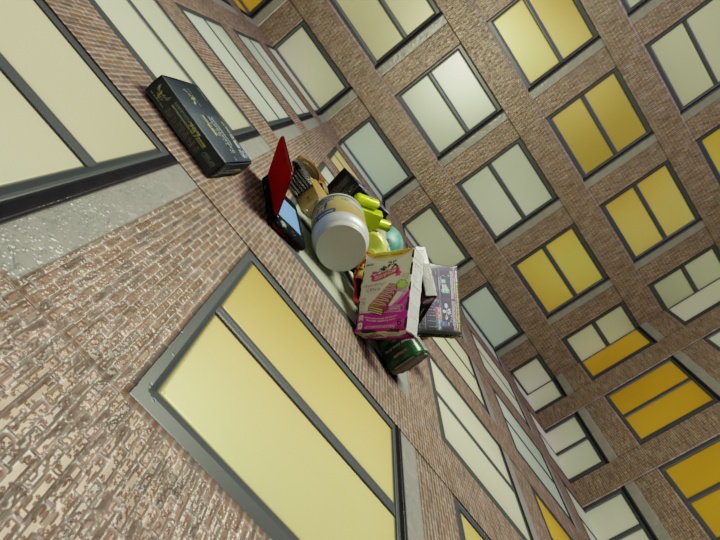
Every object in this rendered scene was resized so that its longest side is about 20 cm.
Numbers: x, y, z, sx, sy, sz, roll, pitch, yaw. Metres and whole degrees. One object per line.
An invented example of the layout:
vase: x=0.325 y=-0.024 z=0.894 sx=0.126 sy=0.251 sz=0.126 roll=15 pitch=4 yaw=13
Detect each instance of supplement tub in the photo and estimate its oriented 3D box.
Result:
supplement tub: x=-0.053 y=-0.098 z=1.310 sx=0.145 sy=0.144 sz=0.201 roll=49 pitch=13 yaw=-24

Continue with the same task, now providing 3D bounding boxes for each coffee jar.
coffee jar: x=0.075 y=0.143 z=1.261 sx=0.085 sy=0.104 sz=0.201 roll=28 pitch=29 yaw=-60

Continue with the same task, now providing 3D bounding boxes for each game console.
game console: x=-0.157 y=-0.176 z=1.188 sx=0.172 sy=0.118 sz=0.201 roll=45 pitch=16 yaw=-37

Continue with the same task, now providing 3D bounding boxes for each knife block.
knife block: x=-0.139 y=-0.219 z=1.488 sx=0.200 sy=0.064 sz=0.176 roll=41 pitch=20 yaw=-48

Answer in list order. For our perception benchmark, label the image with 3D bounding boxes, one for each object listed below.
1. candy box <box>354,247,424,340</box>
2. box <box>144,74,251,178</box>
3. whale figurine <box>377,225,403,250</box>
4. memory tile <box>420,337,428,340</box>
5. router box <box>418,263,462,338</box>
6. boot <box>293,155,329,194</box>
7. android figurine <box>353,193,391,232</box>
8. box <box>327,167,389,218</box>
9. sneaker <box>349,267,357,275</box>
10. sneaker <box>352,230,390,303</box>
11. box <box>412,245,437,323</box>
candy box: x=0.068 y=0.055 z=1.199 sx=0.061 sy=0.135 sz=0.202 roll=40 pitch=51 yaw=-49
box: x=-0.314 y=-0.282 z=1.030 sx=0.201 sy=0.051 sz=0.158 roll=54 pitch=14 yaw=-6
whale figurine: x=0.076 y=-0.039 z=1.570 sx=0.159 sy=0.103 sz=0.203 roll=167 pitch=-75 yaw=-82
memory tile: x=0.137 y=0.152 z=1.421 sx=0.154 sy=0.017 sz=0.201 roll=50 pitch=48 yaw=-23
router box: x=0.196 y=0.082 z=1.419 sx=0.148 sy=0.062 sz=0.202 roll=7 pitch=72 yaw=-25
boot: x=-0.164 y=-0.316 z=1.610 sx=0.200 sy=0.076 sz=0.156 roll=43 pitch=18 yaw=-51
android figurine: x=-0.019 y=-0.129 z=1.443 sx=0.198 sy=0.183 sz=0.041 roll=17 pitch=31 yaw=-15
box: x=-0.016 y=-0.223 z=1.661 sx=0.148 sy=0.104 sz=0.200 roll=39 pitch=10 yaw=-30
sneaker: x=0.000 y=0.000 z=1.419 sx=0.199 sy=0.082 sz=0.073 roll=36 pitch=-9 yaw=17
sneaker: x=0.022 y=-0.002 z=1.330 sx=0.090 sy=0.077 sz=0.202 roll=-4 pitch=102 yaw=-59
box: x=0.133 y=0.055 z=1.303 sx=0.201 sy=0.036 sz=0.144 roll=113 pitch=-27 yaw=-53
